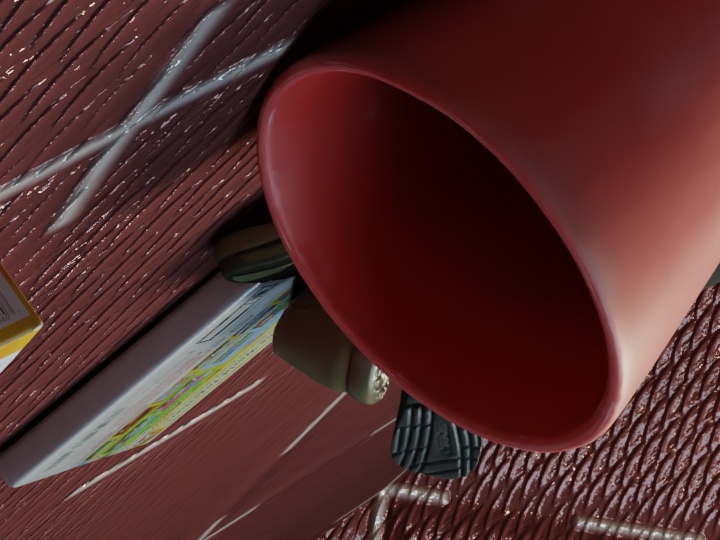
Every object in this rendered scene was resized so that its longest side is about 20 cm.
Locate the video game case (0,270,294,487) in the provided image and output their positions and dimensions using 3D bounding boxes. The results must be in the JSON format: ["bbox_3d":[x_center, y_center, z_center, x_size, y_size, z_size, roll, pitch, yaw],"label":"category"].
[{"bbox_3d":[-0.094,0.046,1.434,0.200,0.023,0.182,-40,171,18],"label":"video game case"}]

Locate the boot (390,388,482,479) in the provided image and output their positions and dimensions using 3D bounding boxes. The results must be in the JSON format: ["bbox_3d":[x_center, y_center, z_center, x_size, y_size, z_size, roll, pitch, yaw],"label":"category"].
[{"bbox_3d":[0.059,0.009,1.388,0.200,0.070,0.132,116,-12,-48],"label":"boot"}]

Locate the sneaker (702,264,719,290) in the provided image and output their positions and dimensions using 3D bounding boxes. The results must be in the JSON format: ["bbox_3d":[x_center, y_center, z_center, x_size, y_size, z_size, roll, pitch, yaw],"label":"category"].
[{"bbox_3d":[0.163,-0.035,1.280,0.091,0.076,0.200,-20,163,30],"label":"sneaker"}]

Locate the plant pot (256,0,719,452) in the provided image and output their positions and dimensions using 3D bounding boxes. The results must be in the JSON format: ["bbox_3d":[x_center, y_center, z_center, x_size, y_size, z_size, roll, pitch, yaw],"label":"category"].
[{"bbox_3d":[0.084,-0.054,1.082,0.177,0.200,0.200,-42,176,-29],"label":"plant pot"}]

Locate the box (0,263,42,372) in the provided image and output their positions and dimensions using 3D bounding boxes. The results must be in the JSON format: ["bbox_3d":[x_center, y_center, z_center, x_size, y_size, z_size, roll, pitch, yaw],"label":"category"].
[{"bbox_3d":[-0.221,0.075,1.017,0.119,0.042,0.200,-28,171,-45],"label":"box"}]

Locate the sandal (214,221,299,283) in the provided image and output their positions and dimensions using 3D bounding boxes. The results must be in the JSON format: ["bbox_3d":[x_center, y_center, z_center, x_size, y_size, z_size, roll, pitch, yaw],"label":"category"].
[{"bbox_3d":[0.017,-0.046,1.281,0.200,0.057,0.080,-17,166,-19],"label":"sandal"}]

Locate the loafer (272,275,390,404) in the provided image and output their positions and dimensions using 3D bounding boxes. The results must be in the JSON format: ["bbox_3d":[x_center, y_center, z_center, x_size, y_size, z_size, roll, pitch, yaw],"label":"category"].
[{"bbox_3d":[0.000,0.000,1.353,0.200,0.067,0.076,-69,176,-66],"label":"loafer"}]
